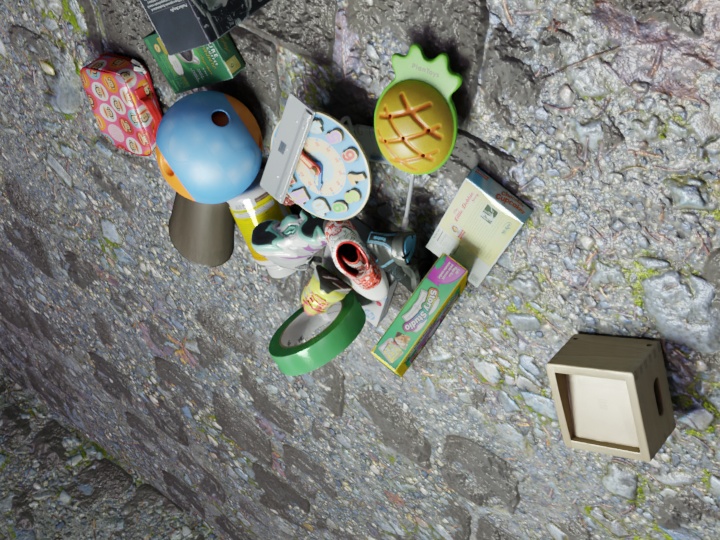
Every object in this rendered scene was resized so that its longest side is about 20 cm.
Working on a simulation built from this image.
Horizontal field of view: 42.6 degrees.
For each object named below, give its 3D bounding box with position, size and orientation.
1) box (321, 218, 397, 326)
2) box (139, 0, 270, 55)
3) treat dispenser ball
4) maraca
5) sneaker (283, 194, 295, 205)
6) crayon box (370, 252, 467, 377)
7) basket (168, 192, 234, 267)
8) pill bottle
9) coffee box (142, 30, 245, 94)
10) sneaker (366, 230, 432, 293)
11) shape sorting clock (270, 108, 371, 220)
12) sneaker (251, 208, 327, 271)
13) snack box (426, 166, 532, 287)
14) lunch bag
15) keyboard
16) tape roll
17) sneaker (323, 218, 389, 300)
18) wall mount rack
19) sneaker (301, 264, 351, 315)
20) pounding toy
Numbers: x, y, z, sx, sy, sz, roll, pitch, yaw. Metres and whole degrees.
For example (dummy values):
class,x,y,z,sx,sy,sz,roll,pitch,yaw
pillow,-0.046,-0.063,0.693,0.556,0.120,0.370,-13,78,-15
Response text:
class,x,y,z,sx,sy,sz,roll,pitch,yaw
box,-0.001,-0.002,1.779,0.155,0.041,0.202,37,146,14
box,-0.244,-0.469,1.405,0.122,0.200,0.199,2,128,44
treat dispenser ball,-0.276,-0.225,1.696,0.198,0.201,0.203,27,143,23
maraca,0.086,-0.237,1.386,0.134,0.107,0.203,19,126,13
sneaker,-0.104,-0.188,1.651,0.078,0.082,0.199,47,137,-4
crayon box,0.101,0.079,1.561,0.058,0.201,0.173,35,175,11
basket,-0.318,-0.141,1.893,0.182,0.134,0.202,58,149,30
pill bottle,-0.183,-0.089,1.820,0.108,0.109,0.203,7,130,42
coffee box,-0.304,-0.398,1.686,0.198,0.044,0.124,-2,125,48
sneaker,0.073,-0.020,1.610,0.080,0.075,0.201,13,159,23
shape sorting clock,-0.069,-0.173,1.542,0.197,0.039,0.203,23,135,25
sneaker,-0.093,-0.051,1.737,0.196,0.079,0.140,-7,149,24
snack box,0.190,-0.067,1.510,0.116,0.037,0.201,39,146,8
lunch bag,-0.475,-0.337,1.898,0.174,0.082,0.203,19,138,33
keyboard,-0.124,-0.201,1.539,0.056,0.011,0.202,44,134,20
tape roll,-0.083,0.118,1.778,0.198,0.201,0.049,-8,121,50
sneaker,-0.001,0.000,1.629,0.203,0.066,0.109,59,-174,-32
wall mount rack,0.027,-0.167,1.546,0.197,0.075,0.176,16,138,38
sneaker,-0.071,0.046,1.718,0.077,0.091,0.200,33,178,-2
pounding toy,0.409,0.210,1.504,0.182,0.141,0.204,2,117,44
